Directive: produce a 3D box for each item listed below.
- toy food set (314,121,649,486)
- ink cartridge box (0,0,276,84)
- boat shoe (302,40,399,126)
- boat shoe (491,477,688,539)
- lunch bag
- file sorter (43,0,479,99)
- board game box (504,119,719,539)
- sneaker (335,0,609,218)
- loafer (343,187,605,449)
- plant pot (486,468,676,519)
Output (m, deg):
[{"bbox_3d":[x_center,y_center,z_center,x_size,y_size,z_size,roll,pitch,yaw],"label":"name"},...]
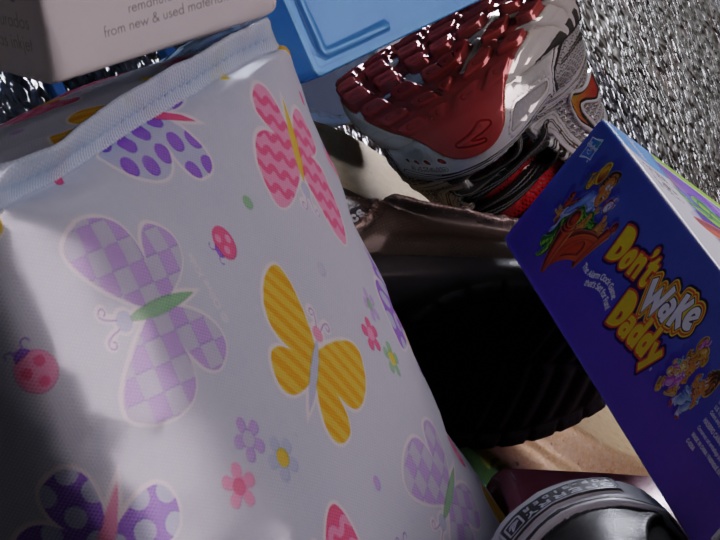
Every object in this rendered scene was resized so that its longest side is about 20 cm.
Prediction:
[{"bbox_3d":[0.027,0.026,0.959,0.198,0.049,0.200,41,11,-5],"label":"toy food set"},{"bbox_3d":[-0.090,-0.154,0.669,0.068,0.115,0.201,-20,112,-34],"label":"ink cartridge box"},{"bbox_3d":[-0.050,-0.125,0.965,0.200,0.071,0.069,57,26,-17],"label":"boat shoe"},{"bbox_3d":[0.095,0.138,0.671,0.200,0.073,0.068,66,-8,-21],"label":"boat shoe"},{"bbox_3d":[-0.048,0.043,0.683,0.170,0.127,0.200,65,29,-9],"label":"lunch bag"},{"bbox_3d":[-0.011,-0.137,0.872,0.200,0.123,0.139,-29,97,-42],"label":"file sorter"},{"bbox_3d":[0.122,0.049,0.726,0.134,0.045,0.200,34,12,-24],"label":"board game box"},{"bbox_3d":[0.049,-0.043,0.902,0.082,0.078,0.200,63,10,1],"label":"sneaker"},{"bbox_3d":[0.000,0.000,0.827,0.199,0.073,0.071,6,44,-29],"label":"loafer"},{"bbox_3d":[0.119,0.160,0.816,0.200,0.178,0.201,-176,-90,-86],"label":"plant pot"}]
